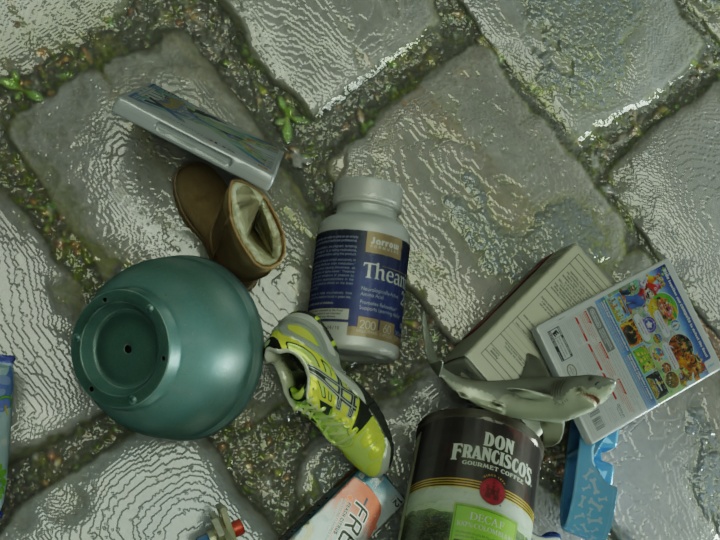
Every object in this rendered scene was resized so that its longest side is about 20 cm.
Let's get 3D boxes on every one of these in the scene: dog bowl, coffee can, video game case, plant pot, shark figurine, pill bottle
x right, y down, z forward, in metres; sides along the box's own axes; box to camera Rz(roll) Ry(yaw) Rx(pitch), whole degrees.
[{"bbox_3d":[0.272,0.217,1.356,0.049,0.112,0.203,10,77,3],"label":"dog bowl"},{"bbox_3d":[0.115,0.272,1.245,0.145,0.147,0.202,20,56,-9],"label":"coffee can"},{"bbox_3d":[-0.173,-0.153,1.281,0.181,0.200,0.022,27,101,-7],"label":"video game case"},{"bbox_3d":[-0.217,0.081,1.205,0.198,0.134,0.203,-1,86,20],"label":"plant pot"},{"bbox_3d":[0.163,0.117,1.262,0.212,0.129,0.090,12,52,5],"label":"shark figurine"},{"bbox_3d":[0.306,0.090,1.318,0.198,0.018,0.144,-25,86,-21],"label":"video game case"},{"bbox_3d":[0.000,0.000,1.329,0.110,0.111,0.203,9,77,-11],"label":"pill bottle"}]

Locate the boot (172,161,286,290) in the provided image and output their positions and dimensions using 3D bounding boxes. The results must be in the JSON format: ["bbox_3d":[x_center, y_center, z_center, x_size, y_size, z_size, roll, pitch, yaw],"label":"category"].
[{"bbox_3d":[-0.143,-0.065,1.262,0.066,0.200,0.176,-29,87,-16],"label":"boot"}]

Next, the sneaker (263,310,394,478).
[{"bbox_3d":[-0.040,0.144,1.247,0.201,0.075,0.076,54,39,1],"label":"sneaker"}]

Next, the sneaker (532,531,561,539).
[{"bbox_3d":[0.218,0.350,1.331,0.200,0.075,0.088,46,73,-2],"label":"sneaker"}]

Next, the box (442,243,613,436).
[{"bbox_3d":[0.211,0.087,1.363,0.200,0.109,0.128,-42,92,-17],"label":"box"}]

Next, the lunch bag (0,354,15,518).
[{"bbox_3d":[-0.463,0.168,1.181,0.198,0.127,0.172,5,78,-22],"label":"lunch bag"}]

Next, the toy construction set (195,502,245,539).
[{"bbox_3d":[-0.208,0.331,1.233,0.198,0.092,0.132,-23,84,-5],"label":"toy construction set"}]

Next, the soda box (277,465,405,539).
[{"bbox_3d":[-0.044,0.300,1.281,0.200,0.068,0.064,-42,90,-18],"label":"soda box"}]
